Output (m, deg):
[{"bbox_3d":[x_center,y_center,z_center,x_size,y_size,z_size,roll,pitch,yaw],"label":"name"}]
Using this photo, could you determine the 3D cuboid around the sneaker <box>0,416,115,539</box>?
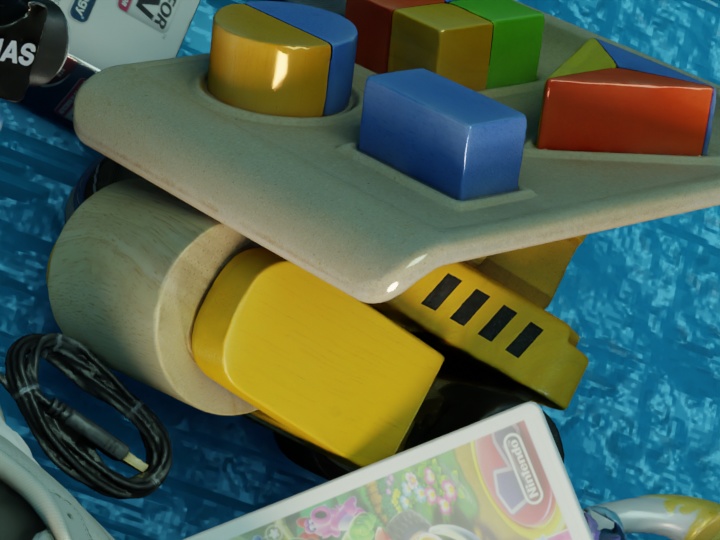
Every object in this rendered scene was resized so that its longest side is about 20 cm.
[{"bbox_3d":[-0.088,0.115,0.815,0.200,0.092,0.076,39,84,-3],"label":"sneaker"}]

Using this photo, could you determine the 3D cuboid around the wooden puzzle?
[{"bbox_3d":[0.027,-0.061,0.913,0.199,0.185,0.047,-17,122,-36],"label":"wooden puzzle"}]

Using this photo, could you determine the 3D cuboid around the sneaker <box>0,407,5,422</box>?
[{"bbox_3d":[-0.156,0.038,0.939,0.075,0.088,0.201,-11,78,10],"label":"sneaker"}]

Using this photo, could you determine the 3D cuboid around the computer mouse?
[{"bbox_3d":[-0.144,0.020,0.867,0.199,0.034,0.059,29,53,-22],"label":"computer mouse"}]

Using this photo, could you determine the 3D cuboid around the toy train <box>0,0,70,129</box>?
[{"bbox_3d":[-0.195,-0.097,0.867,0.199,0.114,0.087,6,107,-39],"label":"toy train"}]

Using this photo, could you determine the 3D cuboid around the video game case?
[{"bbox_3d":[-0.007,0.146,0.868,0.199,0.018,0.144,-22,76,1],"label":"video game case"}]

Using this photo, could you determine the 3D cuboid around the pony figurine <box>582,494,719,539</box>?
[{"bbox_3d":[0.096,0.170,0.981,0.199,0.167,0.193,-8,49,-25],"label":"pony figurine"}]

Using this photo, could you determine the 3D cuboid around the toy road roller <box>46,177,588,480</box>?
[{"bbox_3d":[0.000,0.000,0.951,0.200,0.123,0.147,31,83,-37],"label":"toy road roller"}]

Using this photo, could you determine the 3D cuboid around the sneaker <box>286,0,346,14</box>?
[{"bbox_3d":[-0.055,-0.203,1.063,0.200,0.073,0.112,37,64,-7],"label":"sneaker"}]

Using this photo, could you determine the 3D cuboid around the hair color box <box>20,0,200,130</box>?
[{"bbox_3d":[-0.157,-0.140,1.004,0.199,0.061,0.100,28,65,-13],"label":"hair color box"}]

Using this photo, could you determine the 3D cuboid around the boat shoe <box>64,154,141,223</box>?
[{"bbox_3d":[-0.021,-0.056,1.030,0.200,0.072,0.072,-34,88,-29],"label":"boat shoe"}]
